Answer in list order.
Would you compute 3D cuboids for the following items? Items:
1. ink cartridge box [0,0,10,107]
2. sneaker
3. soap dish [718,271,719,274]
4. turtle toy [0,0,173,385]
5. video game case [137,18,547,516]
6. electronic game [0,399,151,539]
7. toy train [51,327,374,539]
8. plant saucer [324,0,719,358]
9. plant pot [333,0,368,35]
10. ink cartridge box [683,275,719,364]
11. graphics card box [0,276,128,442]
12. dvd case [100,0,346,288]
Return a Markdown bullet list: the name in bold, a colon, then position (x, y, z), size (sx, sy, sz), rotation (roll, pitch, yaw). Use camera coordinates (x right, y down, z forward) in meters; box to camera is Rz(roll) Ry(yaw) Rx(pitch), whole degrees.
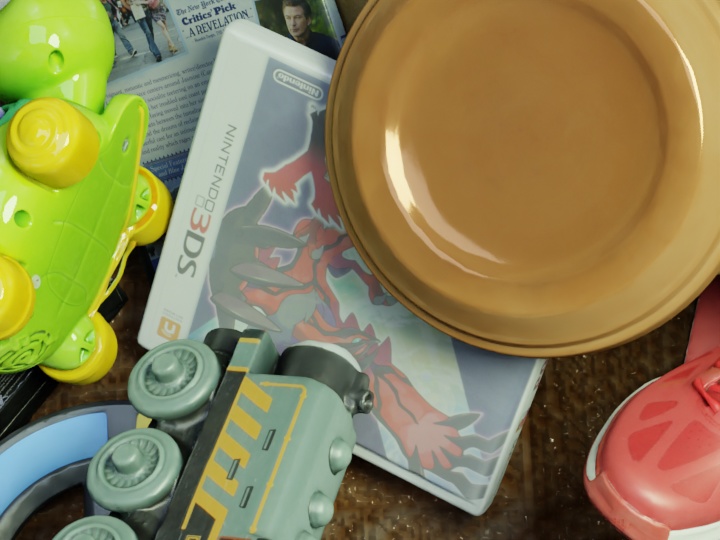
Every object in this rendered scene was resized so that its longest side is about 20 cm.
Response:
- **ink cartridge box**: position (-0.216, -0.143, 1.092), size (0.116, 0.067, 0.200), rotation (29, 61, 10)
- **sneaker**: position (0.175, 0.032, 0.883), size (0.078, 0.116, 0.200), rotation (39, 45, 18)
- **soap dish**: position (0.224, -0.101, 0.963), size (0.157, 0.081, 0.200), rotation (-2, 84, 5)
- **turtle toy**: position (-0.160, -0.041, 1.001), size (0.101, 0.146, 0.200), rotation (18, 80, 18)
- **video game case**: position (0.000, 0.000, 1.011), size (0.200, 0.023, 0.182), rotation (25, 118, 14)
- **electronic game**: position (-0.120, 0.162, 1.037), size (0.200, 0.042, 0.200), rotation (0, 74, 1)
- **toy train**: position (-0.065, 0.111, 0.967), size (0.114, 0.085, 0.200), rotation (3, 49, 23)
- **plant saucer**: position (0.076, -0.059, 0.927), size (0.200, 0.037, 0.201), rotation (2, 95, 19)
- **plant pot**: position (0.087, -0.091, 1.035), size (0.186, 0.186, 0.200), rotation (-14, 85, 1)
- **ink cartridge box**: position (0.236, 0.079, 1.010), size (0.175, 0.084, 0.200), rotation (12, 76, 10)
- **graphics card box**: position (-0.235, -0.002, 1.094), size (0.200, 0.051, 0.126), rotation (36, 80, 15)
- **dvd case**: position (-0.063, -0.071, 1.049), size (0.142, 0.018, 0.200), rotation (-15, 101, 21)
